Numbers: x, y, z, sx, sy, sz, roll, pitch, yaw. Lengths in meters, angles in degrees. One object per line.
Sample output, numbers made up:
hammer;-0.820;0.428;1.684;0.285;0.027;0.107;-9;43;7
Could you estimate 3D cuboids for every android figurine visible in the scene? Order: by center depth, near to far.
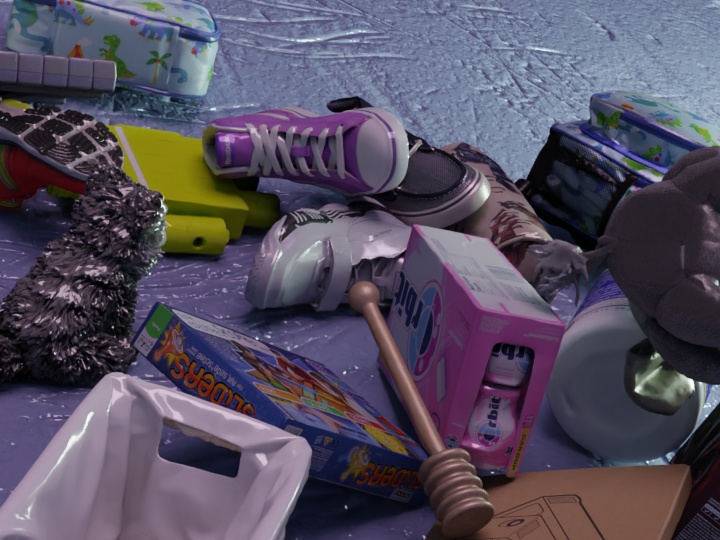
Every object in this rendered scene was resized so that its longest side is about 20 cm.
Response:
android figurine;-0.172;-0.074;1.424;0.199;0.041;0.182;4;31;-27

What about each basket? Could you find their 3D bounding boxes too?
basket;-0.122;0.168;0.923;0.135;0.124;0.200;19;27;6

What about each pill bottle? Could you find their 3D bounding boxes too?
pill bottle;0.226;0.054;1.325;0.119;0.120;0.200;23;29;12

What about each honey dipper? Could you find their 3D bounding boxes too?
honey dipper;0.035;0.084;1.126;0.038;0.038;0.201;-1;50;-30

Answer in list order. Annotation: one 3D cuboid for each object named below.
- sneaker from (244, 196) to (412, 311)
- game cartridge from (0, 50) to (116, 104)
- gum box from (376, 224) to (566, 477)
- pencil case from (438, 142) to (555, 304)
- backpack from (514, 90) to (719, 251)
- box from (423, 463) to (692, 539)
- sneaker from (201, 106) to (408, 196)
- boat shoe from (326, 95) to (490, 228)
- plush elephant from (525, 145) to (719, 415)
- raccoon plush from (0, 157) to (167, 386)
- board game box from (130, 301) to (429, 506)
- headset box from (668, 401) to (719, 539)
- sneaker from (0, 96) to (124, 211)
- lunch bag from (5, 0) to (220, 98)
sneaker;0.000;0.000;1.346;0.114;0.076;0.200;26;26;24
game cartridge;-0.297;-0.164;1.442;0.129;0.039;0.200;-2;4;-24
gum box;0.075;0.055;1.205;0.066;0.114;0.200;10;16;-15
pencil case;0.107;-0.035;1.461;0.077;0.090;0.200;17;23;-25
backpack;0.271;-0.071;1.531;0.200;0.148;0.183;36;22;25
box;0.110;0.179;1.062;0.162;0.021;0.200;-6;20;25
sneaker;-0.055;-0.095;1.391;0.114;0.073;0.200;-9;10;-39
boat shoe;0.025;-0.096;1.450;0.075;0.093;0.199;-46;29;-20
plush elephant;0.231;0.009;1.152;0.199;0.166;0.155;-5;-19;27
raccoon plush;-0.201;0.011;1.152;0.096;0.135;0.200;25;29;13
board game box;-0.044;0.090;1.111;0.135;0.035;0.200;38;7;35
headset box;0.284;0.117;1.147;0.075;0.201;0.149;35;30;2
sneaker;-0.266;-0.085;1.342;0.199;0.086;0.077;19;29;30
lunch bag;-0.237;-0.230;1.617;0.198;0.083;0.161;13;14;-9
